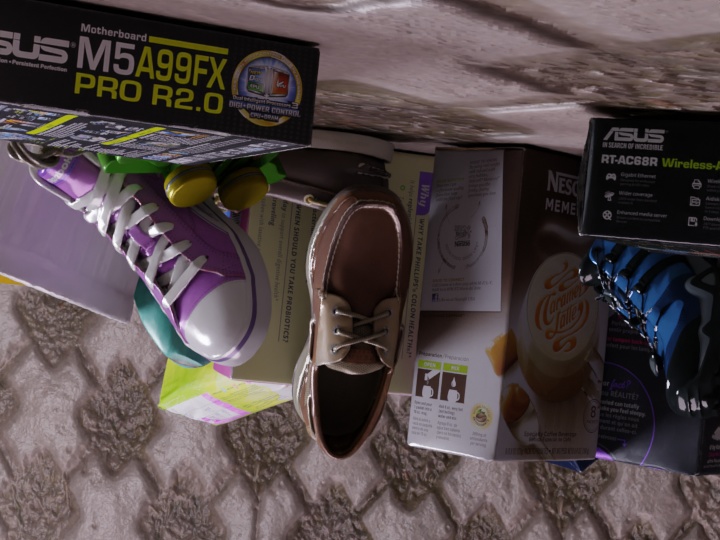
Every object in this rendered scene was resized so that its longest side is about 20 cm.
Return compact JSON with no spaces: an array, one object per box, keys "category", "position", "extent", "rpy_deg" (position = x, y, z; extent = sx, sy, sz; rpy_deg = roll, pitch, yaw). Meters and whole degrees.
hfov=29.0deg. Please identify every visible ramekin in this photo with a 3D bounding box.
[{"category":"ramekin","position":[-0.235,-0.045,0.967],"extent":[0.199,0.098,0.200],"rpy_deg":[22,176,2]}]

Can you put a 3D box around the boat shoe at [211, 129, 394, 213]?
[{"category":"boat shoe","position":[-0.078,-0.068,0.946],"extent":[0.198,0.060,0.072],"rpy_deg":[6,179,4]}]

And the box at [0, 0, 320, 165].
[{"category":"box","position":[-0.125,-0.084,0.650],"extent":[0.159,0.045,0.200],"rpy_deg":[7,179,-21]}]

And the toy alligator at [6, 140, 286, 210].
[{"category":"toy alligator","position":[-0.105,-0.076,0.799],"extent":[0.199,0.060,0.054],"rpy_deg":[2,142,-48]}]

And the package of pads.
[{"category":"package of pads","position":[-0.095,0.044,1.196],"extent":[0.068,0.156,0.199],"rpy_deg":[22,152,-29]}]

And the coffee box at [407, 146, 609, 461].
[{"category":"coffee box","position":[0.105,0.023,0.941],"extent":[0.079,0.202,0.114],"rpy_deg":[4,179,45]}]

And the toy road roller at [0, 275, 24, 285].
[{"category":"toy road roller","position":[-0.294,-0.065,1.146],"extent":[0.198,0.124,0.146],"rpy_deg":[4,165,27]}]

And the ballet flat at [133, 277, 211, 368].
[{"category":"ballet flat","position":[-0.139,-0.024,1.038],"extent":[0.067,0.201,0.071],"rpy_deg":[2,139,-26]}]

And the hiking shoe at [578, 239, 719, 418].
[{"category":"hiking shoe","position":[0.176,0.016,0.841],"extent":[0.086,0.075,0.201],"rpy_deg":[-5,-143,11]}]

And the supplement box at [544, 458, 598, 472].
[{"category":"supplement box","position":[0.181,0.045,1.182],"extent":[0.199,0.135,0.200],"rpy_deg":[-34,-166,-18]}]

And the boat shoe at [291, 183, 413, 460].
[{"category":"boat shoe","position":[-0.001,0.039,0.930],"extent":[0.075,0.201,0.072],"rpy_deg":[0,-148,-11]}]

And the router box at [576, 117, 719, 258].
[{"category":"router box","position":[0.226,-0.035,0.707],"extent":[0.198,0.063,0.150],"rpy_deg":[6,179,25]}]

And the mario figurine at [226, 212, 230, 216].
[{"category":"mario figurine","position":[-0.113,-0.044,1.261],"extent":[0.199,0.106,0.124],"rpy_deg":[18,-155,-48]}]

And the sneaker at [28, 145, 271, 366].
[{"category":"sneaker","position":[-0.136,-0.027,0.826],"extent":[0.114,0.073,0.201],"rpy_deg":[14,-146,-51]}]

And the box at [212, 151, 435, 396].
[{"category":"box","position":[0.000,0.000,1.051],"extent":[0.198,0.178,0.097],"rpy_deg":[6,179,-13]}]

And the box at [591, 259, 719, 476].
[{"category":"box","position":[0.219,0.036,0.987],"extent":[0.122,0.202,0.106],"rpy_deg":[6,180,40]}]
